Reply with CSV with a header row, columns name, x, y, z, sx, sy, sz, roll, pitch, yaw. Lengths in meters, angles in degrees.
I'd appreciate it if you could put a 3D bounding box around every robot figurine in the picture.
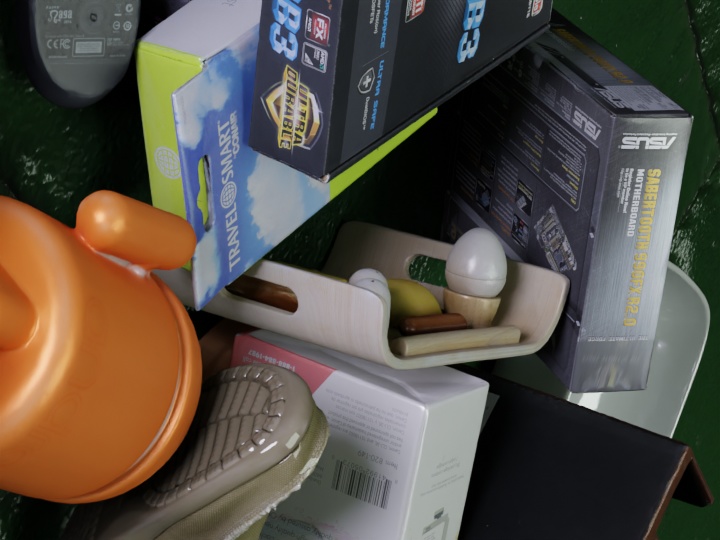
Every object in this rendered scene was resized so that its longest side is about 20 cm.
name,x,y,z,sx,sy,sz,roll,pitch,yaw
robot figurine,-0.142,0.037,1.058,0.200,0.116,0.144,31,65,-62

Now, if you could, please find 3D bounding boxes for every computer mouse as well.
name,x,y,z,sx,sy,sz,roll,pitch,yaw
computer mouse,-0.119,-0.169,1.068,0.059,0.034,0.201,-2,105,-37

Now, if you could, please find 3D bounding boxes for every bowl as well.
name,x,y,z,sx,sy,sz,roll,pitch,yaw
bowl,0.145,0.081,1.629,0.200,0.075,0.200,30,81,-60

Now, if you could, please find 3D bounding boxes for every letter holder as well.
name,x,y,z,sx,sy,sz,roll,pitch,yaw
letter holder,0.083,0.131,1.343,0.101,0.200,0.142,-62,151,-16

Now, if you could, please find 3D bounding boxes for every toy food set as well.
name,x,y,z,sx,sy,sz,roll,pitch,yaw
toy food set,0.000,0.000,1.253,0.200,0.143,0.061,-2,105,-59

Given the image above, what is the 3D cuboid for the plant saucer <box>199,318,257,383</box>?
name,x,y,z,sx,sy,sz,roll,pitch,yaw
plant saucer,-0.057,0.114,1.335,0.200,0.037,0.201,-37,137,-45

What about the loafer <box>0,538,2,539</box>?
name,x,y,z,sx,sy,sz,roll,pitch,yaw
loafer,-0.178,0.217,1.170,0.063,0.072,0.200,-24,123,-29

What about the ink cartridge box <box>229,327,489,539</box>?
name,x,y,z,sx,sy,sz,roll,pitch,yaw
ink cartridge box,-0.017,0.137,1.260,0.067,0.116,0.200,-15,121,-58

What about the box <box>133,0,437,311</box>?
name,x,y,z,sx,sy,sz,roll,pitch,yaw
box,-0.037,-0.084,1.165,0.200,0.048,0.122,-41,139,-41

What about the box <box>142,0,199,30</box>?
name,x,y,z,sx,sy,sz,roll,pitch,yaw
box,-0.033,-0.164,1.211,0.200,0.036,0.143,-51,145,-35

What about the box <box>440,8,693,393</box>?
name,x,y,z,sx,sy,sz,roll,pitch,yaw
box,0.108,-0.045,1.371,0.048,0.200,0.159,-3,113,-20

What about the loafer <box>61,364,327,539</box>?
name,x,y,z,sx,sy,sz,roll,pitch,yaw
loafer,-0.070,0.108,1.152,0.067,0.200,0.076,32,50,-20

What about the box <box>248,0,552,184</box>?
name,x,y,z,sx,sy,sz,roll,pitch,yaw
box,0.031,-0.167,1.119,0.198,0.050,0.200,-35,141,-46
